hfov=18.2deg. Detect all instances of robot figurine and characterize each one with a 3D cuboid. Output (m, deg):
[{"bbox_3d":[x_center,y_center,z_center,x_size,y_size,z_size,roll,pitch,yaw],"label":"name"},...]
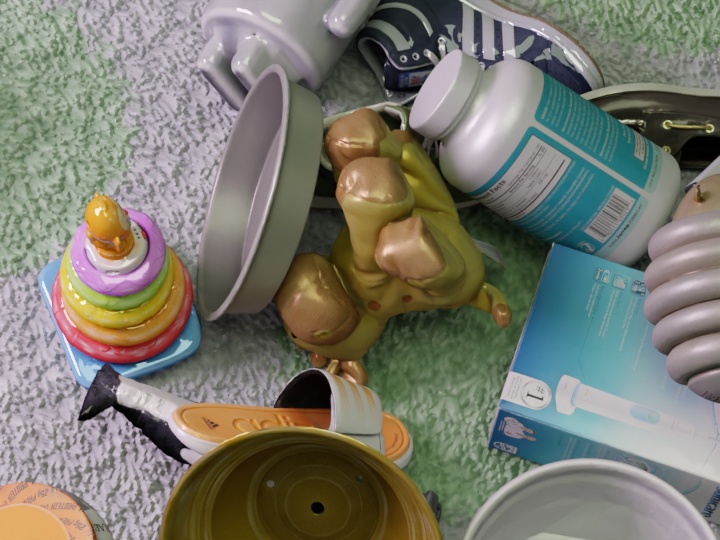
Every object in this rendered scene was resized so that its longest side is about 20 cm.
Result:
[{"bbox_3d":[-0.052,-0.221,1.809,0.169,0.113,0.200,11,62,40],"label":"robot figurine"}]

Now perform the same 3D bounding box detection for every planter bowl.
[{"bbox_3d":[-0.035,0.183,1.579,0.200,0.201,0.083,13,23,3],"label":"planter bowl"}]

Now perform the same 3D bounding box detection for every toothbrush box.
[{"bbox_3d":[0.214,0.087,1.701,0.199,0.085,0.147,17,65,5],"label":"toothbrush box"}]

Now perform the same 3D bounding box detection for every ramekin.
[{"bbox_3d":[0.160,0.245,1.619,0.200,0.105,0.201,1,66,-3],"label":"ramekin"}]

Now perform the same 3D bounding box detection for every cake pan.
[{"bbox_3d":[-0.075,-0.055,1.698,0.037,0.200,0.201,16,65,-16],"label":"cake pan"}]

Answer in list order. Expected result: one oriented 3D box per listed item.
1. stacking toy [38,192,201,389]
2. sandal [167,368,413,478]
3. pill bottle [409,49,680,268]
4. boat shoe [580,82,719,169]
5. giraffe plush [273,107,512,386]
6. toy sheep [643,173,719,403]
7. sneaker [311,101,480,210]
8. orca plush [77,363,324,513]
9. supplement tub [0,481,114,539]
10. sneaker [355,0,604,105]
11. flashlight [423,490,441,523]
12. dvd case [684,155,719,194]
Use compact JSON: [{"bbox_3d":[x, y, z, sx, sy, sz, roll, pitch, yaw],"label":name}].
[{"bbox_3d":[-0.180,-0.006,1.662,0.110,0.200,0.116,-21,68,-11],"label":"stacking toy"},{"bbox_3d":[-0.040,0.106,1.642,0.206,0.059,0.079,5,29,-36],"label":"sandal"},{"bbox_3d":[0.137,-0.088,1.718,0.200,0.111,0.111,32,66,-16],"label":"pill bottle"},{"bbox_3d":[0.251,-0.108,1.795,0.201,0.072,0.061,-4,63,-7],"label":"boat shoe"},{"bbox_3d":[0.000,0.000,1.693,0.162,0.200,0.173,-32,49,15],"label":"giraffe plush"},{"bbox_3d":[0.269,0.026,1.619,0.137,0.138,0.201,-5,71,-5],"label":"toy sheep"},{"bbox_3d":[0.042,-0.094,1.769,0.200,0.090,0.067,-5,64,-5],"label":"sneaker"},{"bbox_3d":[-0.117,0.145,1.668,0.200,0.105,0.071,20,104,-14],"label":"orca plush"},{"bbox_3d":[-0.224,0.223,1.560,0.122,0.200,0.123,1,66,-3],"label":"supplement tub"},{"bbox_3d":[0.090,-0.164,1.812,0.200,0.070,0.109,32,64,18],"label":"sneaker"},{"bbox_3d":[0.010,0.252,1.631,0.068,0.068,0.201,6,67,10],"label":"flashlight"},{"bbox_3d":[0.351,-0.059,1.753,0.143,0.018,0.200,50,52,0],"label":"dvd case"}]
